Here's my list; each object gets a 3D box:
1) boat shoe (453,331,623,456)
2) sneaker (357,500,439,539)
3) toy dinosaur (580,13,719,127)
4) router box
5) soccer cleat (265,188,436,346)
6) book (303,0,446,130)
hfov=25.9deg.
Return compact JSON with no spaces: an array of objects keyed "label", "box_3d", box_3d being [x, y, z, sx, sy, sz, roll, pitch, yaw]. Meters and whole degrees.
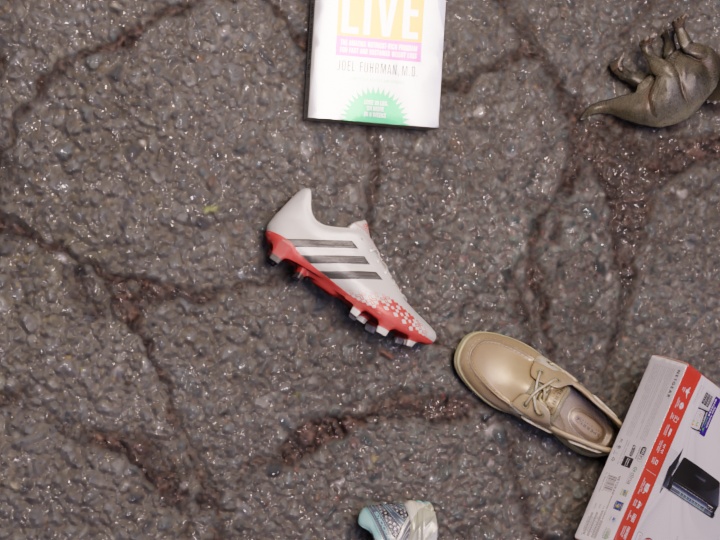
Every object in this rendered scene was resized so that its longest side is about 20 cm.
[{"label":"boat shoe","box_3d":[0.184,0.124,1.559,0.199,0.065,0.073,34,79,-15]},{"label":"sneaker","box_3d":[0.024,0.322,1.508,0.085,0.078,0.203,5,80,-6]},{"label":"toy dinosaur","box_3d":[0.321,-0.194,1.606,0.199,0.077,0.103,-30,85,-20]},{"label":"router box","box_3d":[0.320,0.213,1.577,0.179,0.049,0.202,32,79,-39]},{"label":"soccer cleat","box_3d":[0.000,0.000,1.502,0.199,0.069,0.086,34,83,-10]},{"label":"book","box_3d":[0.015,-0.243,1.526,0.132,0.048,0.203,3,90,-14]}]
